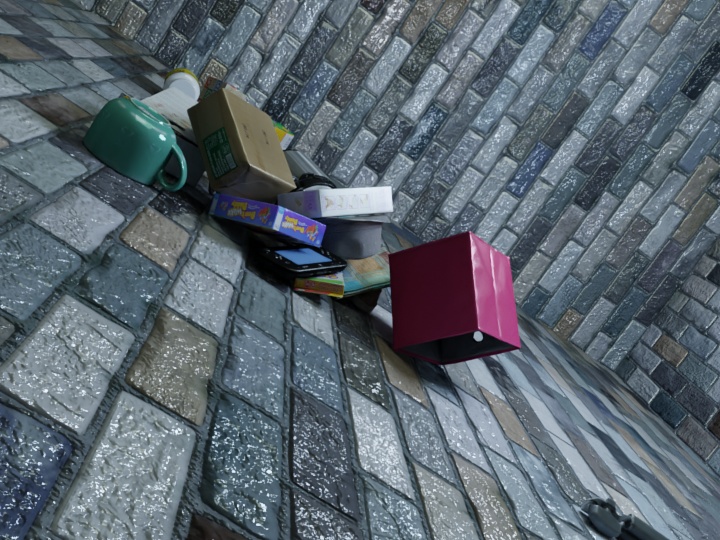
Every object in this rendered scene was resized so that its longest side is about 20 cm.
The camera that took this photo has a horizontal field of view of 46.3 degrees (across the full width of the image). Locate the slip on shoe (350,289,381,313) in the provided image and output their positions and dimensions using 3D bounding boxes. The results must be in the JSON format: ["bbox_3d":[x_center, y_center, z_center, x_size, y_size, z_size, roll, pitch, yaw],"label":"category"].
[{"bbox_3d":[-0.001,0.027,1.862,0.076,0.061,0.200,32,10,-20],"label":"slip on shoe"}]

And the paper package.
[{"bbox_3d":[-0.245,-0.248,1.738,0.190,0.103,0.202,21,44,-60],"label":"paper package"}]

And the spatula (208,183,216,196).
[{"bbox_3d":[-0.324,-0.249,1.884,0.056,0.021,0.202,21,50,-29],"label":"spatula"}]

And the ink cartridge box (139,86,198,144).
[{"bbox_3d":[-0.381,-0.318,1.804,0.160,0.050,0.200,34,26,-3],"label":"ink cartridge box"}]

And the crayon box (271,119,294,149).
[{"bbox_3d":[-0.247,-0.253,1.937,0.058,0.201,0.119,37,9,14],"label":"crayon box"}]

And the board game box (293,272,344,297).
[{"bbox_3d":[-0.083,0.011,1.661,0.094,0.030,0.200,9,16,-6],"label":"board game box"}]

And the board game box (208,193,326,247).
[{"bbox_3d":[-0.184,-0.100,1.654,0.199,0.045,0.134,14,-5,43],"label":"board game box"}]

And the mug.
[{"bbox_3d":[-0.410,-0.244,1.581,0.184,0.115,0.152,28,12,-36],"label":"mug"}]

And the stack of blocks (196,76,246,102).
[{"bbox_3d":[-0.359,-0.346,1.980,0.058,0.201,0.115,27,3,-38],"label":"stack of blocks"}]

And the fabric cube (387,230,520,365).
[{"bbox_3d":[0.189,0.064,1.704,0.199,0.195,0.201,24,56,-51],"label":"fabric cube"}]

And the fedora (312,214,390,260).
[{"bbox_3d":[-0.028,-0.067,1.765,0.176,0.091,0.199,-2,4,39],"label":"fedora"}]

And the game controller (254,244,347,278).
[{"bbox_3d":[-0.111,-0.020,1.612,0.104,0.043,0.199,18,15,31],"label":"game controller"}]

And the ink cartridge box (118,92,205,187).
[{"bbox_3d":[-0.434,-0.284,1.790,0.199,0.084,0.176,28,11,-36],"label":"ink cartridge box"}]

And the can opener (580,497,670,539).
[{"bbox_3d":[0.471,0.462,1.480,0.199,0.053,0.067,32,44,-11],"label":"can opener"}]

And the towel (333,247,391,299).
[{"bbox_3d":[0.000,0.000,1.801,0.198,0.022,0.147,-12,36,-29],"label":"towel"}]

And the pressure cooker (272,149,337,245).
[{"bbox_3d":[-0.140,-0.159,1.895,0.175,0.180,0.200,-4,37,-37],"label":"pressure cooker"}]

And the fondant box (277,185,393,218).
[{"bbox_3d":[-0.052,-0.140,1.752,0.199,0.059,0.144,-9,6,-41],"label":"fondant box"}]

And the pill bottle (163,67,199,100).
[{"bbox_3d":[-0.558,-0.566,2.627,0.112,0.113,0.200,32,10,-21],"label":"pill bottle"}]
